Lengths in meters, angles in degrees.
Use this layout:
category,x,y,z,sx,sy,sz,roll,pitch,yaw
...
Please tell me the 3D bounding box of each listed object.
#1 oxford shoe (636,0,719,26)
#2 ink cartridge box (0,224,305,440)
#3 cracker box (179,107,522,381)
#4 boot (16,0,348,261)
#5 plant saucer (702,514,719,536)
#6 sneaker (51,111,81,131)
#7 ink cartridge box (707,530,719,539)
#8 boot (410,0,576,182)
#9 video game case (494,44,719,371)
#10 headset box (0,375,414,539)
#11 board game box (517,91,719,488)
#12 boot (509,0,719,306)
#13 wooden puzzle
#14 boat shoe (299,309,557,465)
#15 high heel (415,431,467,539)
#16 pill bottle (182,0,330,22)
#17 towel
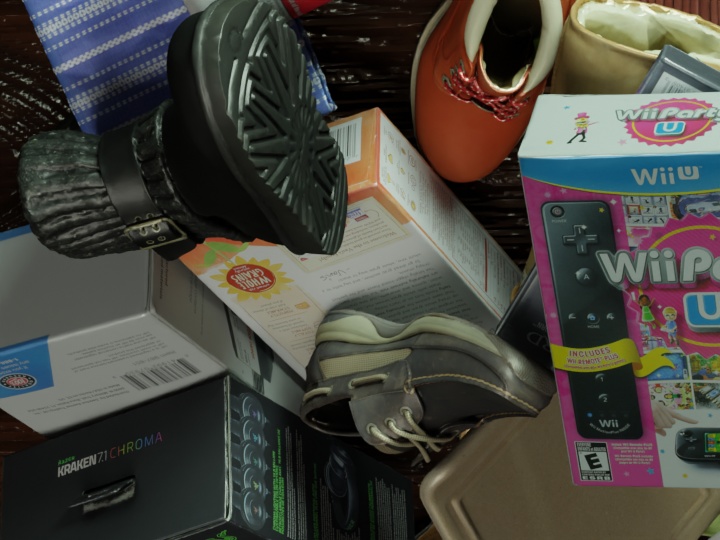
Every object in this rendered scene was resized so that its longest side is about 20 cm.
category,x,y,z,sx,sy,sz,roll,pitch,yaw
oxford shoe,0.200,-0.114,1.412,0.199,0.071,0.075,-14,125,25
ink cartridge box,-0.127,0.046,1.571,0.144,0.084,0.200,-15,148,25
cracker box,0.000,0.000,1.525,0.133,0.058,0.200,-16,141,24
boot,-0.103,-0.064,1.351,0.157,0.080,0.211,3,152,15
plant saucer,0.214,0.075,1.583,0.199,0.031,0.201,7,129,9
sneaker,-0.087,-0.080,1.527,0.200,0.075,0.115,-36,131,28
ink cartridge box,0.309,0.165,1.562,0.144,0.085,0.200,16,136,-35
boot,0.067,-0.108,1.429,0.075,0.108,0.201,17,132,-2
video game case,0.172,-0.004,1.368,0.142,0.019,0.200,28,128,-2
headset box,-0.093,0.153,1.581,0.173,0.093,0.200,-20,147,29
board game box,0.165,0.011,1.331,0.147,0.064,0.201,-1,122,18
boot,0.171,-0.031,1.397,0.174,0.066,0.201,11,126,-3
wooden puzzle,0.121,0.126,1.528,0.037,0.185,0.201,16,141,45
boat shoe,0.034,0.069,1.442,0.074,0.074,0.200,30,166,-26
high heel,0.039,0.147,1.654,0.199,0.072,0.143,-30,123,14
pill bottle,-0.007,-0.201,1.343,0.199,0.112,0.113,-25,121,4
towel,-0.112,-0.148,1.436,0.144,0.024,0.201,-23,94,20
